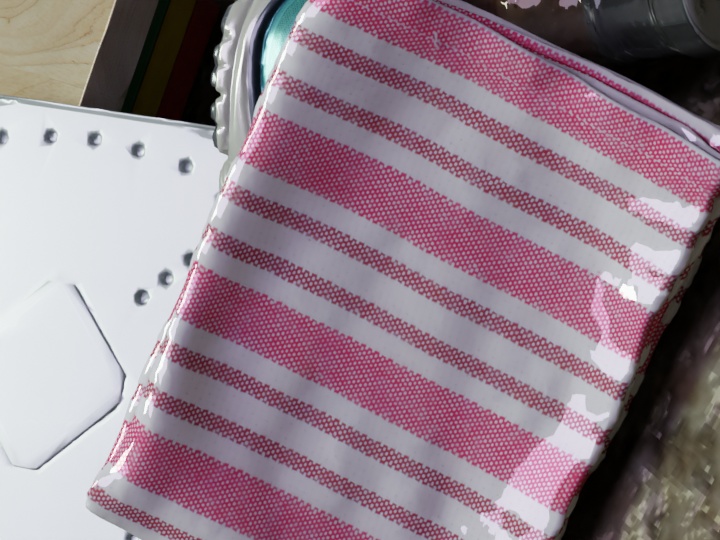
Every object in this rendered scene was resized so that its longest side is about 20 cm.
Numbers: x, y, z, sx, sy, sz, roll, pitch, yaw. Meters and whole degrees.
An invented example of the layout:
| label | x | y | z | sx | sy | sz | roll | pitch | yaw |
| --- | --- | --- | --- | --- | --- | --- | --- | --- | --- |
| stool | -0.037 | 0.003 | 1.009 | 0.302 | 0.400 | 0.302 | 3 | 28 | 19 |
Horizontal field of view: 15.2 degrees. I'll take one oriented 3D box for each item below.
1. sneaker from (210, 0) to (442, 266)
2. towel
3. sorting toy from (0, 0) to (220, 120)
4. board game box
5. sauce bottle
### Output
| label | x | y | z | sx | sy | sz | roll | pitch | yaw |
| --- | --- | --- | --- | --- | --- | --- | --- | --- | --- |
| sneaker | 0.000 | 0.000 | 0.877 | 0.079 | 0.077 | 0.201 | 1 | 102 | 31 |
| towel | 0.014 | 0.020 | 0.837 | 0.030 | 0.146 | 0.201 | -43 | -22 | -79 |
| sorting toy | -0.144 | -0.047 | 1.137 | 0.200 | 0.069 | 0.200 | 19 | 90 | 55 |
| board game box | -0.112 | 0.040 | 1.006 | 0.199 | 0.026 | 0.201 | 10 | 85 | 27 |
| sauce bottle | 0.051 | -0.079 | 0.893 | 0.200 | 0.065 | 0.065 | -2 | 73 | 51 |
